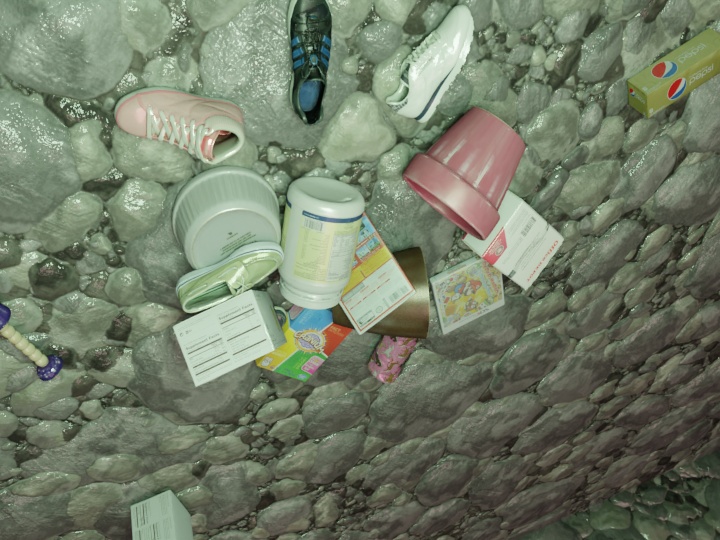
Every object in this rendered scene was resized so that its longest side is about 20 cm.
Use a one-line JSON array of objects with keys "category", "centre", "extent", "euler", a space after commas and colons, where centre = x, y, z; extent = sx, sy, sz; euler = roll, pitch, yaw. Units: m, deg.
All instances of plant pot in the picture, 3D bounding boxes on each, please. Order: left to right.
[{"category": "plant pot", "centre": [0.034, 0.053, 1.293], "extent": [0.192, 0.190, 0.191], "euler": [-4, 134, -3]}, {"category": "plant pot", "centre": [0.203, -0.188, 1.145], "extent": [0.198, 0.200, 0.181], "euler": [33, 96, -43]}]

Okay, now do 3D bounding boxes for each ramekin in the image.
[{"category": "ramekin", "centre": [-0.228, -0.071, 1.087], "extent": [0.196, 0.095, 0.207], "euler": [-14, 134, -15]}]

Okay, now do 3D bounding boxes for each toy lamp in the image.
[{"category": "toy lamp", "centre": [-0.607, 0.120, 1.096], "extent": [0.057, 0.059, 0.202], "euler": [-25, 138, -3]}]

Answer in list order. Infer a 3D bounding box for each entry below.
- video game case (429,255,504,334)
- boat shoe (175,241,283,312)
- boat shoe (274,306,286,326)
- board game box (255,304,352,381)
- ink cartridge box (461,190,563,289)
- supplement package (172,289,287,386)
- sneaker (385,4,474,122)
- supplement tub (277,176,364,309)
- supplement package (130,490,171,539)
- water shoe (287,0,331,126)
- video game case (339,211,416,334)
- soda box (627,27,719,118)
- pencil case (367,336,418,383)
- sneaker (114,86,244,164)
[{"category": "video game case", "centre": [0.262, 0.053, 1.499], "extent": [0.177, 0.023, 0.203], "euler": [-25, 136, -5]}, {"category": "boat shoe", "centre": [-0.218, 0.017, 1.058], "extent": [0.195, 0.063, 0.073], "euler": [-25, 137, -5]}, {"category": "boat shoe", "centre": [-0.242, 0.136, 1.285], "extent": [0.194, 0.062, 0.077], "euler": [-18, 118, -11]}, {"category": "board game box", "centre": [-0.122, 0.150, 1.379], "extent": [0.151, 0.041, 0.201], "euler": [25, 115, -40]}, {"category": "ink cartridge box", "centre": [0.340, -0.069, 1.368], "extent": [0.197, 0.084, 0.147], "euler": [28, 102, -41]}, {"category": "supplement package", "centre": [-0.233, 0.119, 1.148], "extent": [0.152, 0.114, 0.200], "euler": [-24, 178, -2]}, {"category": "sneaker", "centre": [0.117, -0.347, 1.034], "extent": [0.078, 0.077, 0.203], "euler": [15, 121, -24]}, {"category": "supplement tub", "centre": [-0.076, -0.050, 1.124], "extent": [0.140, 0.146, 0.206], "euler": [-1, 119, -25]}, {"category": "supplement package", "centre": [-0.490, 0.697, 1.557], "extent": [0.108, 0.203, 0.159], "euler": [-19, 137, -7]}, {"category": "water shoe", "centre": [-0.070, -0.324, 0.950], "extent": [0.069, 0.080, 0.204], "euler": [-11, 133, -17]}, {"category": "video game case", "centre": [0.000, 0.000, 1.214], "extent": [0.141, 0.203, 0.017], "euler": [-35, 174, 9]}, {"category": "soda box", "centre": [0.645, -0.399, 1.253], "extent": [0.197, 0.069, 0.064], "euler": [-32, 136, 3]}, {"category": "pencil case", "centre": [0.091, 0.177, 1.484], "extent": [0.082, 0.086, 0.203], "euler": [-22, 147, -55]}, {"category": "sneaker", "centre": [-0.266, -0.216, 0.932], "extent": [0.194, 0.106, 0.077], "euler": [-2, 133, -24]}]
